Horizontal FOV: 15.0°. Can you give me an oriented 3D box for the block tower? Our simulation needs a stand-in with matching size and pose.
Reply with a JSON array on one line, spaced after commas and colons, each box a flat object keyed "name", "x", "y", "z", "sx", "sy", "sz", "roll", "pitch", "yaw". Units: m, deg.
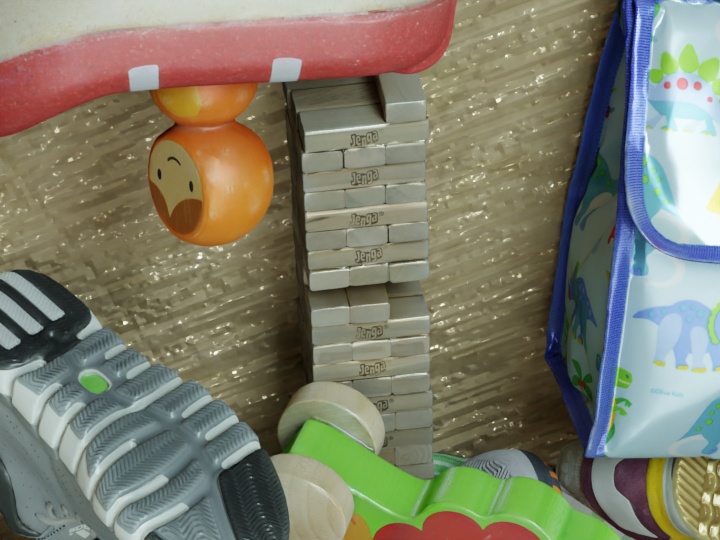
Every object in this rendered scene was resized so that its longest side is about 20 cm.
[{"name": "block tower", "x": 0.000, "y": 0.000, "z": 1.182, "sx": 0.057, "sy": 0.054, "sz": 0.201, "roll": -6, "pitch": 126, "yaw": -7}]

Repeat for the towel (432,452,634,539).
[{"name": "towel", "x": 0.046, "y": 0.155, "z": 1.323, "sx": 0.199, "sy": 0.023, "sz": 0.153, "roll": 12, "pitch": 122, "yaw": -18}]

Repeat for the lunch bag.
[{"name": "lunch bag", "x": 0.179, "y": -0.023, "z": 1.165, "sx": 0.169, "sy": 0.128, "sz": 0.201, "roll": 3, "pitch": 112, "yaw": -10}]

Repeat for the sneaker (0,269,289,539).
[{"name": "sneaker", "x": -0.101, "y": 0.095, "z": 1.166, "sx": 0.075, "sy": 0.200, "sz": 0.116, "roll": -27, "pitch": 143, "yaw": -29}]

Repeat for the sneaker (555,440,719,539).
[{"name": "sneaker", "x": 0.178, "y": 0.103, "z": 1.289, "sx": 0.199, "sy": 0.090, "sz": 0.075, "roll": 21, "pitch": 78, "yaw": -45}]

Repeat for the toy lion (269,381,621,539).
[{"name": "toy lion", "x": 0.021, "y": 0.153, "z": 1.197, "sx": 0.191, "sy": 0.069, "sz": 0.200, "roll": 32, "pitch": 130, "yaw": -3}]

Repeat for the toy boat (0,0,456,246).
[{"name": "toy boat", "x": -0.063, "y": -0.073, "z": 1.058, "sx": 0.199, "sy": 0.131, "sz": 0.132, "roll": -4, "pitch": 107, "yaw": -7}]

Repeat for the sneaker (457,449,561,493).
[{"name": "sneaker", "x": 0.076, "y": 0.161, "z": 1.284, "sx": 0.111, "sy": 0.078, "sz": 0.201, "roll": 6, "pitch": 133, "yaw": -22}]
